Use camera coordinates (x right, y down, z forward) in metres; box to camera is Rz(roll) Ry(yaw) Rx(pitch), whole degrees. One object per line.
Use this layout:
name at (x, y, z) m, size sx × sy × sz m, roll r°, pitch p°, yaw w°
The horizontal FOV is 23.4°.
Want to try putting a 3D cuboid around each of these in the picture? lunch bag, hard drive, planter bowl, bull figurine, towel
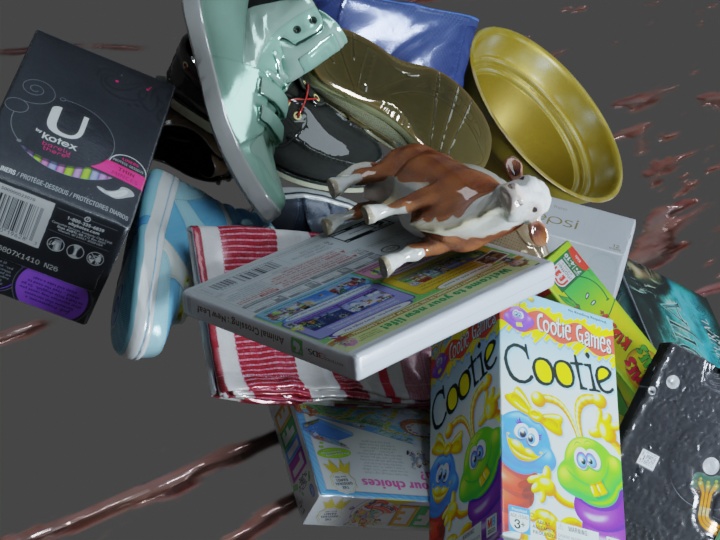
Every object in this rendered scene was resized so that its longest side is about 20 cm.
lunch bag at (-0.006, -0.181, 1.571) m, size 0.200 × 0.133 × 0.136 m, roll 8°, pitch 5°, yaw -25°
hard drive at (0.243, 0.172, 1.297) m, size 0.139 × 0.200 × 0.038 m, roll 27°, pitch -6°, yaw -2°
planter bowl at (0.150, -0.126, 1.648) m, size 0.200 × 0.083 × 0.201 m, roll 30°, pitch 38°, yaw -27°
bull figurine at (0.051, -0.047, 1.254) m, size 0.121 × 0.065 × 0.200 m, roll -16°, pitch 17°, yaw -18°
towel at (-0.029, 0.033, 1.309) m, size 0.200 × 0.023 × 0.144 m, roll 4°, pitch 61°, yaw -30°

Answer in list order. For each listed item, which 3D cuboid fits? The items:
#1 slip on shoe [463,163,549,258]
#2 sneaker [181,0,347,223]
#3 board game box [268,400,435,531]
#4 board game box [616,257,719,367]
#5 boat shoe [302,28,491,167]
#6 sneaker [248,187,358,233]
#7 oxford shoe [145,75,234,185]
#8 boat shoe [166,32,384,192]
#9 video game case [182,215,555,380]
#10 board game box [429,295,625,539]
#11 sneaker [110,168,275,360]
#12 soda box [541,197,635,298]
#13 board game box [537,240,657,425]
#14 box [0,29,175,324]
slip on shoe at (0.121, 0.004, 1.449) m, size 0.200 × 0.076 × 0.061 m, roll 60°, pitch 32°, yaw -16°
sneaker at (-0.061, -0.143, 1.360) m, size 0.118 × 0.074 × 0.201 m, roll -17°, pitch 75°, yaw 3°
board game box at (0.035, 0.134, 1.316) m, size 0.200 × 0.034 × 0.135 m, roll 8°, pitch 41°, yaw -27°
board game box at (0.285, 0.079, 1.530) m, size 0.135 × 0.028 × 0.200 m, roll 25°, pitch 33°, yaw -34°
boat shoe at (0.025, -0.141, 1.492) m, size 0.200 × 0.063 × 0.073 m, roll 24°, pitch 72°, yaw -29°
sneaker at (0.000, 0.000, 1.416) m, size 0.200 × 0.079 × 0.079 m, roll 23°, pitch 31°, yaw -11°
oxford shoe at (-0.104, -0.101, 1.481) m, size 0.199 × 0.073 × 0.085 m, roll 8°, pitch 44°, yaw -10°
boat shoe at (-0.068, -0.129, 1.429) m, size 0.201 × 0.063 × 0.074 m, roll 29°, pitch 45°, yaw 6°
video game case at (0.006, 0.013, 1.237) m, size 0.200 × 0.022 × 0.182 m, roll -23°, pitch 29°, yaw -39°
board game box at (0.118, 0.129, 1.255) m, size 0.105 × 0.103 × 0.200 m, roll 17°, pitch 53°, yaw -22°
sneaker at (-0.117, 0.005, 1.331) m, size 0.130 × 0.080 × 0.200 m, roll 19°, pitch 38°, yaw -13°
soda box at (0.131, -0.028, 1.506) m, size 0.200 × 0.068 × 0.064 m, roll 16°, pitch 35°, yaw 9°
board game box at (0.186, 0.083, 1.370) m, size 0.200 × 0.102 × 0.048 m, roll 51°, pitch 54°, yaw 0°
box at (-0.228, -0.075, 1.327) m, size 0.122 × 0.106 × 0.200 m, roll 22°, pitch 36°, yaw -11°
